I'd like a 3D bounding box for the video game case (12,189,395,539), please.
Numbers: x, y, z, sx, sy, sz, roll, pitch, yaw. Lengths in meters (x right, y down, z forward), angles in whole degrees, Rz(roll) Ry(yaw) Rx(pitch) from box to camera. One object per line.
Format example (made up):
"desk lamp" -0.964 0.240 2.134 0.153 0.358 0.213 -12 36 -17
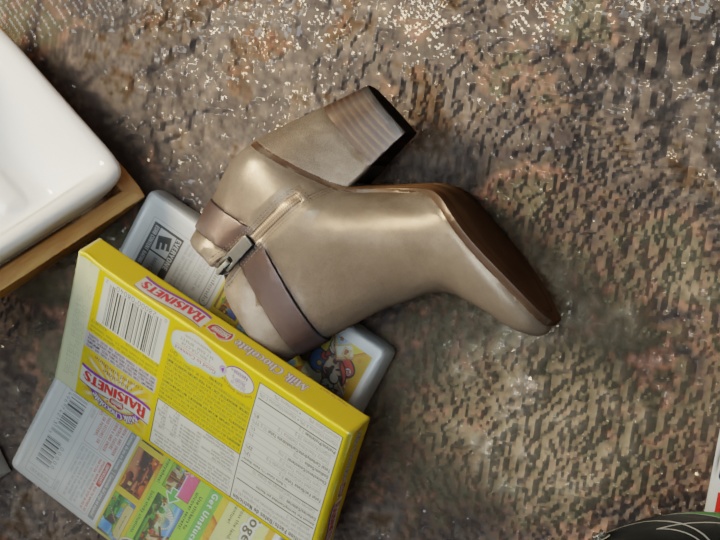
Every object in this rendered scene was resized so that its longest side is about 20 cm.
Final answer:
"video game case" -0.098 0.083 1.330 0.182 0.023 0.201 34 104 19

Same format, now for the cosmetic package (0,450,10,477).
"cosmetic package" -0.310 0.077 1.326 0.052 0.200 0.151 -33 80 22

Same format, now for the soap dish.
"soap dish" -0.253 -0.042 1.312 0.157 0.200 0.081 47 151 14

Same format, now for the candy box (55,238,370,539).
"candy box" -0.089 0.073 1.278 0.199 0.026 0.103 33 133 19

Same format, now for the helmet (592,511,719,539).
"helmet" 0.178 0.216 1.121 0.199 0.191 0.201 -2 117 -3

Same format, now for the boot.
"boot" 0.000 0.000 1.249 0.146 0.070 0.200 -43 69 14

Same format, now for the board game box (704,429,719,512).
"board game box" 0.259 0.048 1.153 0.126 0.035 0.201 13 98 30
